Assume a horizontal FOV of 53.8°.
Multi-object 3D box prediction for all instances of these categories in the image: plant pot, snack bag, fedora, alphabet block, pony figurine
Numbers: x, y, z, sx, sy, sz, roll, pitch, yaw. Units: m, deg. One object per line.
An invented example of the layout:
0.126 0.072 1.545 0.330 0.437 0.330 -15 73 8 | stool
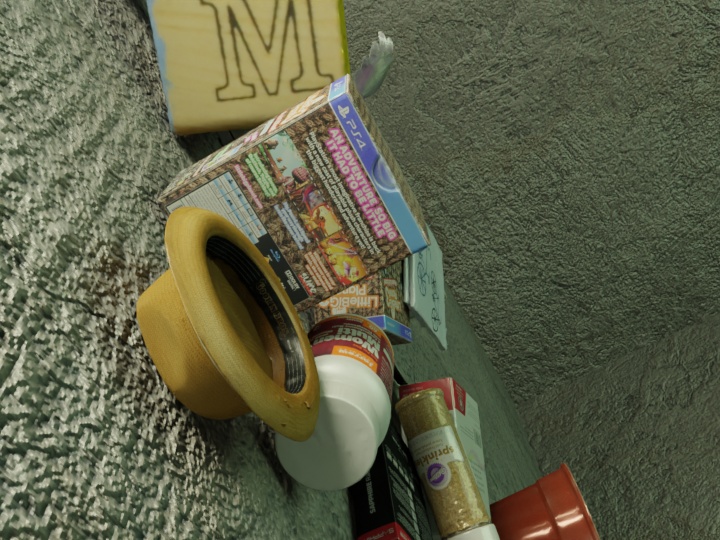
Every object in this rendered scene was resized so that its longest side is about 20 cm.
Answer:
0.247 0.413 1.040 0.201 0.193 0.203 -21 90 -85 | plant pot
0.102 0.007 1.120 0.200 0.021 0.191 50 35 -58 | snack bag
-0.106 0.050 0.543 0.202 0.081 0.201 59 11 -19 | fedora
-0.116 -0.277 0.812 0.196 0.198 0.198 -89 174 -66 | alphabet block
-0.037 -0.261 1.082 0.165 0.194 0.201 8 42 -21 | pony figurine

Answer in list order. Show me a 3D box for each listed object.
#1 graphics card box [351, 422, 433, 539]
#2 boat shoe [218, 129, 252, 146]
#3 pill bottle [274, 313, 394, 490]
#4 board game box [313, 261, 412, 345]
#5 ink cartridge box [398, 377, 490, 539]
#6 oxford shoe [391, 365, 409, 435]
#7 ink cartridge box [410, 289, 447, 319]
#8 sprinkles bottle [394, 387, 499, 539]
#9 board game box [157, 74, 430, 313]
0.035 0.262 0.807 0.126 0.050 0.201 57 13 -33 | graphics card box
-0.159 -0.245 0.986 0.075 0.085 0.203 53 16 -45 | boat shoe
-0.022 0.123 0.703 0.110 0.109 0.200 61 10 -11 | pill bottle
0.000 0.000 0.991 0.159 0.096 0.202 33 50 -70 | board game box
0.118 0.269 0.983 0.146 0.082 0.202 48 35 -56 | ink cartridge box
0.066 0.208 1.073 0.201 0.057 0.075 63 8 -15 | oxford shoe
0.043 0.002 1.220 0.200 0.144 0.084 53 13 -46 | ink cartridge box
0.104 0.248 0.866 0.068 0.068 0.202 43 24 -62 | sprinkles bottle
-0.059 -0.062 0.681 0.160 0.199 0.097 59 11 -21 | board game box
